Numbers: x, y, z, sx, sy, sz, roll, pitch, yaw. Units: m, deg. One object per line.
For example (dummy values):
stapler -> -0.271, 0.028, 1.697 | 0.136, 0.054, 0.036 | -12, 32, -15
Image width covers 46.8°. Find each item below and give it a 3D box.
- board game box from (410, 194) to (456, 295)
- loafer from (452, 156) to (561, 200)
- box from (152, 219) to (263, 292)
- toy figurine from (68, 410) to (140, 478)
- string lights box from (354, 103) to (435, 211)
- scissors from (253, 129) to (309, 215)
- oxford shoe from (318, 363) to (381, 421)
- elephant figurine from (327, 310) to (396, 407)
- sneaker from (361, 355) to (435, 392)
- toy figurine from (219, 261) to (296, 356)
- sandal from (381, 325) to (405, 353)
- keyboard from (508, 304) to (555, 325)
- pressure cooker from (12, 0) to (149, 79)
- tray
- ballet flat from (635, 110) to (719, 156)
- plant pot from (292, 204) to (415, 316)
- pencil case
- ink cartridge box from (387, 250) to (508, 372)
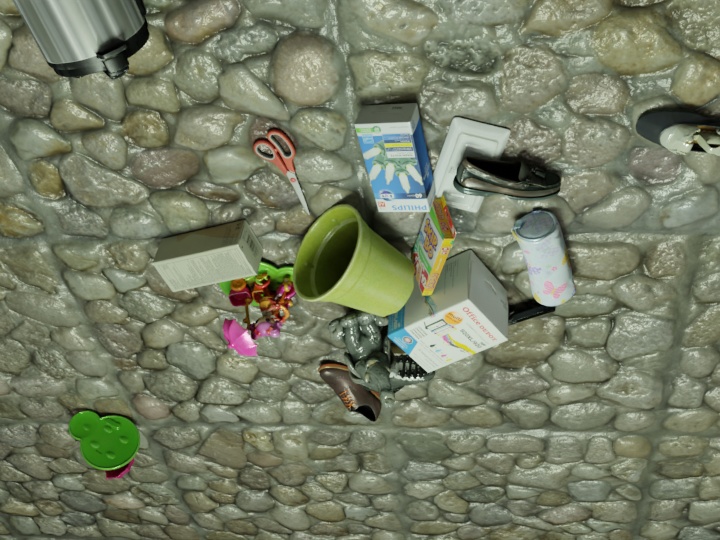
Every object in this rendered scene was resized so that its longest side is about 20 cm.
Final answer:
board game box -> 0.138, -0.047, 1.591 | 0.030, 0.096, 0.200 | -3, 145, -17
loafer -> 0.266, -0.166, 1.475 | 0.200, 0.072, 0.063 | 0, 132, -11
box -> -0.311, -0.028, 1.703 | 0.200, 0.078, 0.095 | -10, 133, 17
toy figurine -> -0.684, 0.485, 2.239 | 0.200, 0.150, 0.184 | 29, 145, 10
string lights box -> 0.065, -0.198, 1.486 | 0.103, 0.059, 0.200 | 1, 135, 20
scissors -> -0.126, -0.182, 1.568 | 0.073, 0.014, 0.200 | -21, 127, 24
oxford shoe -> -0.022, 0.290, 1.983 | 0.200, 0.073, 0.071 | 36, 130, -25
elephant figurine -> 0.017, 0.183, 1.743 | 0.141, 0.155, 0.200 | -19, 90, 35
sneaker -> 0.081, 0.248, 1.937 | 0.200, 0.067, 0.091 | -5, 137, 18
toy figurine -> -0.208, 0.092, 1.727 | 0.200, 0.184, 0.150 | -5, 139, 9
sandal -> 0.060, 0.151, 1.855 | 0.080, 0.054, 0.200 | 38, 143, -20
keyboard -> 0.305, 0.097, 1.764 | 0.200, 0.040, 0.104 | -21, 167, 24
pressure cooker -> -0.427, -0.393, 1.287 | 0.178, 0.176, 0.200 | -4, 131, 17
tray -> 0.192, -0.184, 1.517 | 0.107, 0.022, 0.200 | 13, 135, -4
ballet flat -> 0.564, -0.223, 1.392 | 0.200, 0.073, 0.073 | 8, 135, 1
plant pot -> 0.000, 0.000, 1.627 | 0.184, 0.201, 0.200 | 28, 133, -34
pencil case -> 0.356, -0.020, 1.614 | 0.091, 0.083, 0.200 | -9, 133, 22
ink cartridge box -> 0.181, 0.085, 1.699 | 0.200, 0.145, 0.147 | -27, 125, 30
